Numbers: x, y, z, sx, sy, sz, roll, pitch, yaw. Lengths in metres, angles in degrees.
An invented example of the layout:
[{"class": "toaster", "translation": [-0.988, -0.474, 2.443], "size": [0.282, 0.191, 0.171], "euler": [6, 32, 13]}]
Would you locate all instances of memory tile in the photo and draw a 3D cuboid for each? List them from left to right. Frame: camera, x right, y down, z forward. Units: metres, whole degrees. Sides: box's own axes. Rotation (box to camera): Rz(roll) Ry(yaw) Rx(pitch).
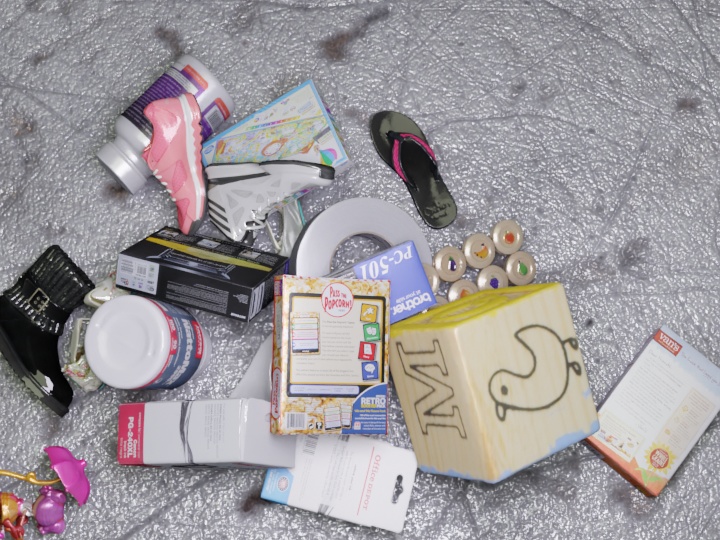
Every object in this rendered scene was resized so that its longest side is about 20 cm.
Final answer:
[{"class": "memory tile", "translation": [0.167, 0.028, 1.664], "size": [0.198, 0.017, 0.155], "euler": [-26, 98, -17]}]

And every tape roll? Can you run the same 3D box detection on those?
[{"class": "tape roll", "translation": [0.000, 0.000, 1.658], "size": [0.197, 0.066, 0.204], "euler": [1, 87, -13]}]

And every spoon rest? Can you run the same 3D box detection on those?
[{"class": "spoon rest", "translation": [-0.141, 0.173, 1.641], "size": [0.098, 0.061, 0.202], "euler": [14, 73, 29]}]

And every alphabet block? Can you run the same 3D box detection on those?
[{"class": "alphabet block", "translation": [0.168, 0.142, 1.539], "size": [0.193, 0.196, 0.203], "euler": [-20, 96, -29]}]

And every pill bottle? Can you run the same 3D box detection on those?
[{"class": "pill bottle", "translation": [-0.276, 0.101, 1.582], "size": [0.118, 0.200, 0.122], "euler": [-2, 83, 14]}, {"class": "pill bottle", "translation": [-0.288, -0.208, 1.708], "size": [0.111, 0.112, 0.200], "euler": [43, 80, 9]}]

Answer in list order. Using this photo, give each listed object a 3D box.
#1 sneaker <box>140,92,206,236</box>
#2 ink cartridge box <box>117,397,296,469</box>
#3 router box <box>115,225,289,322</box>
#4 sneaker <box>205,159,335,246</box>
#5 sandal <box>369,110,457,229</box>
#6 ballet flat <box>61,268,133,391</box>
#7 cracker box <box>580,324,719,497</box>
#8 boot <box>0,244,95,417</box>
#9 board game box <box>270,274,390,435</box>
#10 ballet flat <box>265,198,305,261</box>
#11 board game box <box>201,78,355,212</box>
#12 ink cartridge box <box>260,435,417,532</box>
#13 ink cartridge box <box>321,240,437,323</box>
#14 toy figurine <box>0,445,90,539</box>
[{"class": "sneaker", "translation": [-0.265, -0.147, 1.645], "size": [0.085, 0.074, 0.203], "euler": [-6, 108, -15]}, {"class": "ink cartridge box", "translation": [-0.200, 0.219, 1.556], "size": [0.197, 0.145, 0.085], "euler": [-5, 76, 26]}, {"class": "router box", "translation": [-0.216, 0.002, 1.623], "size": [0.197, 0.157, 0.053], "euler": [15, 109, 12]}, {"class": "sneaker", "translation": [-0.123, -0.091, 1.617], "size": [0.198, 0.075, 0.117], "euler": [0, 91, 26]}, {"class": "sandal", "translation": [0.082, -0.156, 1.731], "size": [0.074, 0.045, 0.202], "euler": [-29, 79, -7]}, {"class": "ballet flat", "translation": [-0.359, 0.068, 1.625], "size": [0.063, 0.075, 0.203], "euler": [26, 61, -27]}, {"class": "cracker box", "translation": [0.415, 0.197, 1.646], "size": [0.133, 0.058, 0.201], "euler": [39, 81, 7]}, {"class": "boot", "translation": [-0.429, 0.083, 1.657], "size": [0.157, 0.080, 0.212], "euler": [-37, 79, -8]}, {"class": "board game box", "translation": [-0.038, 0.110, 1.518], "size": [0.149, 0.046, 0.204], "euler": [3, 86, -20]}, {"class": "ballet flat", "translation": [-0.116, -0.106, 1.706], "size": [0.063, 0.067, 0.203], "euler": [-7, 78, -11]}, {"class": "board game box", "translation": [-0.122, -0.163, 1.674], "size": [0.198, 0.034, 0.136], "euler": [-28, 74, 12]}, {"class": "ink cartridge box", "translation": [-0.027, 0.283, 1.618], "size": [0.197, 0.068, 0.118], "euler": [15, 77, 3]}, {"class": "ink cartridge box", "translation": [-0.005, 0.039, 1.590], "size": [0.198, 0.044, 0.095], "euler": [-23, 94, -6]}, {"class": "toy figurine", "translation": [-0.461, 0.307, 1.593], "size": [0.181, 0.150, 0.203], "euler": [6, 99, -8]}]
